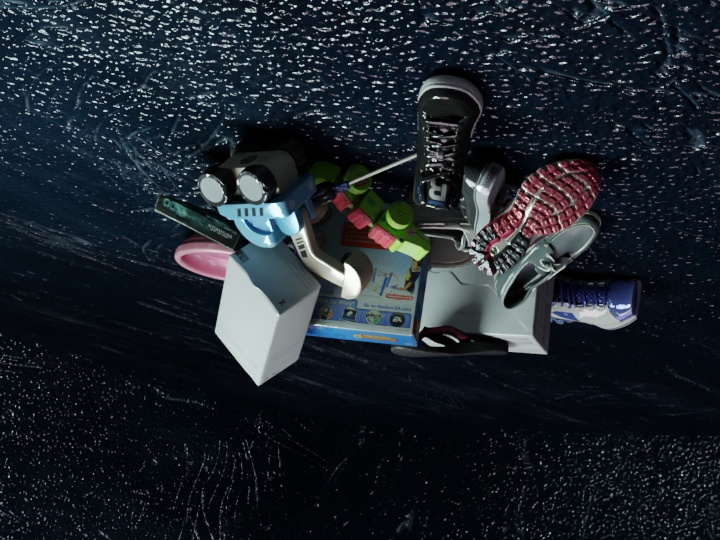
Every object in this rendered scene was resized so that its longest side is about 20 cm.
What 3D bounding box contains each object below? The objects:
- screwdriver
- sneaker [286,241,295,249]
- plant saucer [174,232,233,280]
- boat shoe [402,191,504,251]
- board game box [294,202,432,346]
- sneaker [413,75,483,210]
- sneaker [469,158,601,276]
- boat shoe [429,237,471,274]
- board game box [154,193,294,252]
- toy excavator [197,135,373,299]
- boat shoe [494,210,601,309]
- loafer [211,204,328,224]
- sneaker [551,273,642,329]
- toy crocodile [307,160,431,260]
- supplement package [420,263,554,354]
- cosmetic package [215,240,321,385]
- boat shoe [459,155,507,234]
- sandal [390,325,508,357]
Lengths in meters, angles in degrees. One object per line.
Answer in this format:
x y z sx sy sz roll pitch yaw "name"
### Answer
-0.001 -0.115 1.368 0.197 0.030 0.028 -16 152 25 "screwdriver"
-0.055 -0.010 1.755 0.099 0.076 0.199 39 156 -30 "sneaker"
-0.227 -0.027 1.866 0.197 0.052 0.201 7 165 2 "plant saucer"
0.152 -0.061 1.501 0.197 0.067 0.072 13 164 -14 "boat shoe"
0.000 0.000 1.548 0.196 0.199 0.056 5 161 14 "board game box"
0.096 -0.130 1.189 0.072 0.114 0.200 6 165 5 "sneaker"
0.220 -0.077 1.336 0.199 0.081 0.075 -38 -177 33 "sneaker"
0.086 -0.035 1.615 0.197 0.076 0.062 4 163 21 "boat shoe"
-0.187 -0.055 1.483 0.134 0.029 0.200 26 -177 18 "board game box"
-0.088 -0.062 1.362 0.192 0.100 0.203 1 123 33 "toy excavator"
0.268 -0.011 1.508 0.072 0.062 0.200 31 132 -23 "boat shoe"
-0.137 -0.100 1.487 0.197 0.078 0.067 1 177 26 "loafer"
0.358 0.048 1.756 0.197 0.082 0.114 -4 163 44 "sneaker"
0.011 -0.080 1.436 0.199 0.062 0.067 39 151 -8 "toy crocodile"
0.196 0.038 1.663 0.197 0.159 0.111 1 162 24 "supplement package"
-0.130 0.054 1.446 0.081 0.113 0.201 -31 160 -31 "cosmetic package"
0.155 -0.100 1.381 0.056 0.069 0.200 26 168 13 "boat shoe"
0.132 0.106 1.588 0.197 0.046 0.075 1 173 -25 "sandal"
